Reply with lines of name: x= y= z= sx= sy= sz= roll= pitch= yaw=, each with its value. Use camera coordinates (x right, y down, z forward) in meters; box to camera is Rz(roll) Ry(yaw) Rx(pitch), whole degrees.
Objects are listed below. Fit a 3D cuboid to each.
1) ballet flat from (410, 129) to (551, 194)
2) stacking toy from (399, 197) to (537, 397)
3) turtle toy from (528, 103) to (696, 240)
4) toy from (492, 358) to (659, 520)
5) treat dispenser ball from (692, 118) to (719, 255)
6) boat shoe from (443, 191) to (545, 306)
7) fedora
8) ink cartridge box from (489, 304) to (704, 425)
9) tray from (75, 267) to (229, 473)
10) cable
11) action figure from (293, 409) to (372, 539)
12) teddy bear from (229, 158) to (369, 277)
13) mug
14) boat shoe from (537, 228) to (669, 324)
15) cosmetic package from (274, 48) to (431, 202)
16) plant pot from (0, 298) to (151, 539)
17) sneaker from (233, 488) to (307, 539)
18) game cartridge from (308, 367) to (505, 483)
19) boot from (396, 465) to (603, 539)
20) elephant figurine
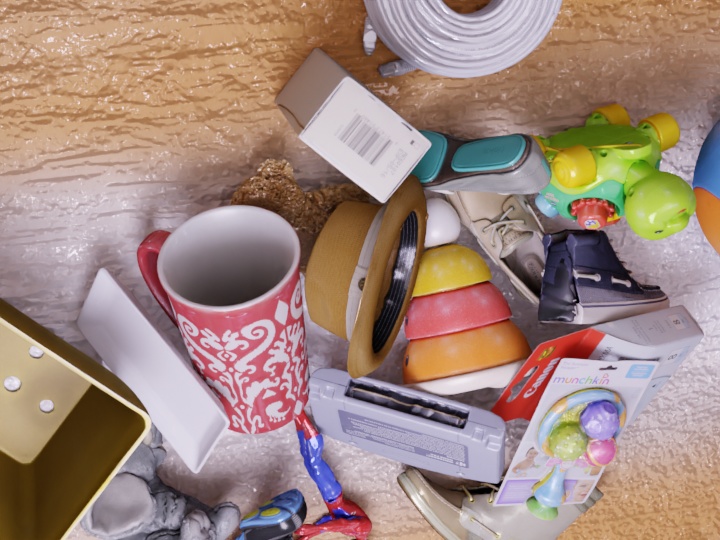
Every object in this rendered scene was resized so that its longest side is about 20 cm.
ballet flat: x=0.096 y=-0.097 z=1.447 sx=0.064 sy=0.200 sz=0.067 roll=43 pitch=62 yaw=-42
stacking toy: x=0.093 y=0.025 z=1.513 sx=0.146 sy=0.146 sz=0.200 roll=-12 pitch=88 yaw=-7
turtle toy: x=0.245 y=-0.090 z=1.455 sx=0.146 sy=0.200 sz=0.101 roll=-22 pitch=113 yaw=-24
toy: x=0.220 y=0.176 z=1.491 sx=0.115 sy=0.047 sz=0.200 roll=3 pitch=130 yaw=-25
treat dispenser ball: x=0.432 y=-0.084 z=1.483 sx=0.200 sy=0.201 sz=0.201 roll=-3 pitch=106 yaw=-9
boat shoe: x=0.151 y=-0.042 z=1.516 sx=0.072 sy=0.065 sz=0.200 roll=-34 pitch=108 yaw=1
fedora: x=0.000 y=0.000 z=1.407 sx=0.082 sy=0.201 sz=0.201 roll=16 pitch=103 yaw=15
ink cartridge box: x=0.231 y=0.115 z=1.503 sx=0.200 sy=0.047 sz=0.160 roll=-12 pitch=147 yaw=-34
tray: x=-0.198 y=0.094 z=1.445 sx=0.022 sy=0.107 sz=0.200 roll=-31 pitch=74 yaw=-39
cable: x=0.099 y=-0.286 z=1.438 sx=0.200 sy=0.069 sz=0.200 roll=-6 pitch=106 yaw=-8
action figure: x=-0.058 y=0.235 z=1.555 sx=0.099 sy=0.065 sz=0.200 roll=-34 pitch=108 yaw=-9
teddy bear: x=-0.046 y=-0.031 z=1.492 sx=0.200 sy=0.067 sz=0.145 roll=16 pitch=115 yaw=-17
mug: x=-0.120 y=0.041 z=1.446 sx=0.133 sy=0.178 sz=0.200 roll=-23 pitch=137 yaw=-14
boat shoe: x=0.252 y=0.003 z=1.510 sx=0.200 sy=0.075 sz=0.093 roll=-3 pitch=93 yaw=-52
cosmetic package: x=-0.011 y=-0.139 z=1.391 sx=0.103 sy=0.200 sz=0.073 roll=37 pitch=96 yaw=-16
plant pot: x=-0.336 y=0.137 z=1.422 sx=0.200 sy=0.176 sz=0.200 roll=36 pitch=97 yaw=-16
sneaker: x=-0.086 y=0.285 z=1.509 sx=0.071 sy=0.200 sz=0.083 roll=-27 pitch=69 yaw=-32
game cartridge: x=0.049 y=0.159 z=1.502 sx=0.200 sy=0.133 sz=0.041 roll=15 pitch=61 yaw=12
boot: x=0.150 y=0.233 z=1.588 sx=0.200 sy=0.072 sz=0.155 roll=40 pitch=96 yaw=-22
elephant figurine: x=-0.230 y=0.222 z=1.504 sx=0.200 sy=0.155 sz=0.142 roll=44 pitch=134 yaw=-3
